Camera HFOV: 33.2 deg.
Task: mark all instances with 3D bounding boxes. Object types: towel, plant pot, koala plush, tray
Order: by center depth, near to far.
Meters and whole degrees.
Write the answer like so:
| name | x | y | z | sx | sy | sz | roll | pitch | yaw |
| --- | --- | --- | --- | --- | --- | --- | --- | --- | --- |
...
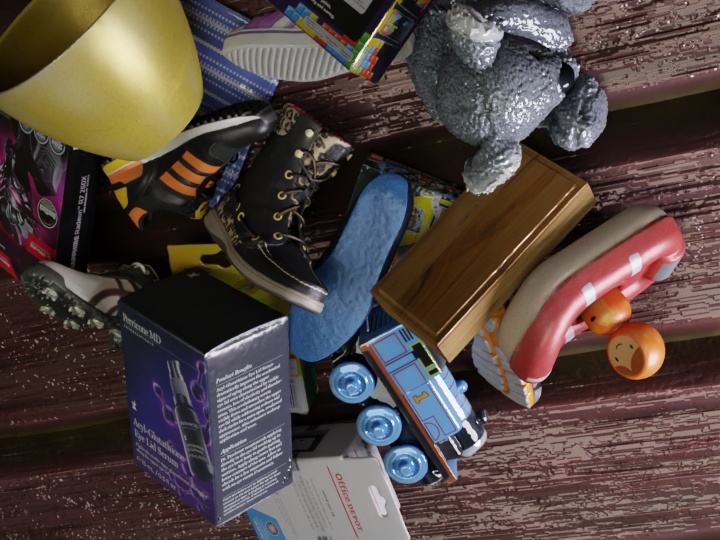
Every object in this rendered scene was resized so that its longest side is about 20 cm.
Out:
| name | x | y | z | sx | sy | sz | roll | pitch | yaw |
| --- | --- | --- | --- | --- | --- | --- | --- | --- | --- |
| koala plush | 0.115 | -0.162 | 1.026 | 0.182 | 0.200 | 0.179 | -2 | 116 | 14 |
| tray | 0.111 | -0.022 | 1.101 | 0.200 | 0.098 | 0.037 | -47 | 139 | -7 |
| plant pot | -0.227 | -0.184 | 1.103 | 0.199 | 0.201 | 0.142 | -26 | 127 | 23 |
| towel | -0.163 | -0.171 | 1.193 | 0.144 | 0.024 | 0.201 | 28 | 117 | 1 |

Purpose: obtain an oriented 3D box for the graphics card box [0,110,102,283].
| name | x | y | z | sx | sy | sz | roll | pitch | yaw |
| --- | --- | --- | --- | --- | --- | --- | --- | --- | --- |
| graphics card box | -0.326 | -0.080 | 1.231 | 0.125 | 0.051 | 0.202 | 33 | 123 | 29 |

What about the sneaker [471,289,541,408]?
| name | x | y | z | sx | sy | sz | roll | pitch | yaw |
| --- | --- | --- | --- | --- | --- | --- | --- | --- | --- |
| sneaker | 0.153 | 0.057 | 1.200 | 0.078 | 0.077 | 0.201 | 28 | 147 | 43 |

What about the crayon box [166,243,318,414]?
| name | x | y | z | sx | sy | sz | roll | pitch | yaw |
| --- | --- | --- | --- | --- | --- | --- | --- | --- | --- |
| crayon box | -0.122 | 0.053 | 1.275 | 0.125 | 0.051 | 0.202 | -1 | 117 | 14 |

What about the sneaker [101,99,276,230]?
| name | x | y | z | sx | sy | sz | roll | pitch | yaw |
| --- | --- | --- | --- | --- | --- | --- | --- | --- | --- |
| sneaker | -0.154 | -0.099 | 1.169 | 0.198 | 0.070 | 0.091 | -16 | 105 | 27 |

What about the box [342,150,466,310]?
| name | x | y | z | sx | sy | sz | roll | pitch | yaw |
| --- | --- | --- | --- | --- | --- | --- | --- | --- | --- |
| box | 0.039 | -0.004 | 1.215 | 0.135 | 0.038 | 0.202 | 21 | 119 | 2 |

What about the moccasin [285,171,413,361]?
| name | x | y | z | sx | sy | sz | roll | pitch | yaw |
| --- | --- | --- | --- | --- | --- | --- | --- | --- | --- |
| moccasin | 0.000 | 0.000 | 1.150 | 0.080 | 0.068 | 0.201 | 36 | 107 | 5 |

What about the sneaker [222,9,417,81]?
| name | x | y | z | sx | sy | sz | roll | pitch | yaw |
| --- | --- | --- | --- | --- | --- | --- | --- | --- | --- |
| sneaker | -0.032 | -0.240 | 1.099 | 0.198 | 0.116 | 0.073 | -2 | 161 | 27 |

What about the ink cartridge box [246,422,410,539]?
| name | x | y | z | sx | sy | sz | roll | pitch | yaw |
| --- | --- | --- | --- | --- | --- | --- | --- | --- | --- |
| ink cartridge box | -0.035 | 0.233 | 1.311 | 0.198 | 0.067 | 0.117 | -8 | 115 | 31 |

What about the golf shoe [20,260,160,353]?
| name | x | y | z | sx | sy | sz | roll | pitch | yaw |
| --- | --- | --- | --- | --- | --- | --- | --- | --- | --- |
| golf shoe | -0.259 | 0.025 | 1.236 | 0.077 | 0.089 | 0.200 | 1 | 156 | 40 |

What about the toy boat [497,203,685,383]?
| name | x | y | z | sx | sy | sz | roll | pitch | yaw |
| --- | --- | --- | --- | --- | --- | --- | --- | --- | --- |
| toy boat | 0.224 | 0.042 | 1.097 | 0.199 | 0.131 | 0.131 | -32 | 72 | -13 |

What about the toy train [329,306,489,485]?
| name | x | y | z | sx | sy | sz | roll | pitch | yaw |
| --- | --- | --- | --- | --- | --- | --- | --- | --- | --- |
| toy train | 0.050 | 0.125 | 1.211 | 0.113 | 0.087 | 0.201 | -27 | 109 | 17 |

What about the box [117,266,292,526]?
| name | x | y | z | sx | sy | sz | roll | pitch | yaw |
| --- | --- | --- | --- | --- | --- | --- | --- | --- | --- |
| box | -0.152 | 0.121 | 1.194 | 0.147 | 0.104 | 0.202 | 24 | 126 | 41 |

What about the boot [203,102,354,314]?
| name | x | y | z | sx | sy | sz | roll | pitch | yaw |
| --- | --- | --- | --- | --- | --- | --- | --- | --- | --- |
| boot | -0.061 | -0.061 | 1.123 | 0.073 | 0.200 | 0.151 | 28 | 99 | -36 |

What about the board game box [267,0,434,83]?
| name | x | y | z | sx | sy | sz | roll | pitch | yaw |
| --- | --- | --- | --- | --- | --- | --- | --- | --- | --- |
| board game box | -0.016 | -0.283 | 1.009 | 0.200 | 0.057 | 0.166 | 44 | 105 | 24 |
